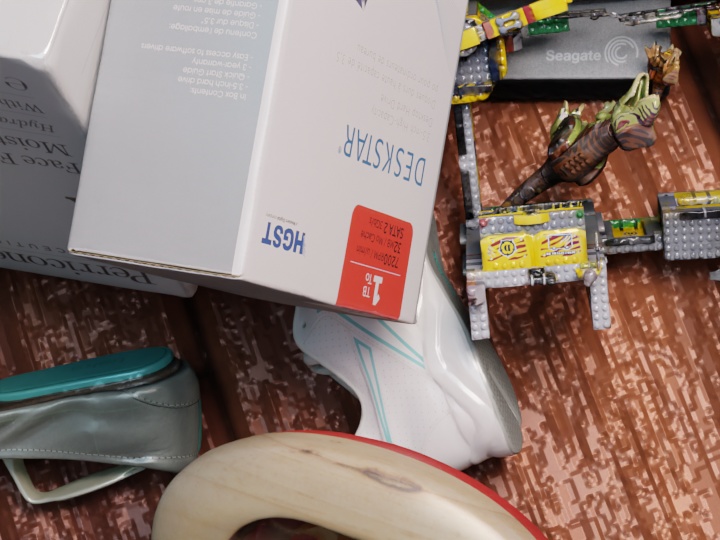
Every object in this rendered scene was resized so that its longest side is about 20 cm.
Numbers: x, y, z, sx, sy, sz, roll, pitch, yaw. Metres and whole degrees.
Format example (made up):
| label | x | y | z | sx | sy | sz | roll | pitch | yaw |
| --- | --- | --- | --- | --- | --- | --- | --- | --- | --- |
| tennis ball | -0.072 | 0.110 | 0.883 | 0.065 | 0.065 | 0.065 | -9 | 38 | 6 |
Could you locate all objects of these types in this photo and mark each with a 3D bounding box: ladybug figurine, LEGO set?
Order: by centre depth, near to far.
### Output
| label | x | y | z | sx | sy | sz | roll | pitch | yaw |
| --- | --- | --- | --- | --- | --- | --- | --- | --- | --- |
| LEGO set | 0.111 | -0.045 | 0.879 | 0.198 | 0.116 | 0.155 | 3 | 107 | 2 |
| ladybug figurine | 0.011 | 0.129 | 0.880 | 0.199 | 0.072 | 0.137 | 20 | 120 | 17 |

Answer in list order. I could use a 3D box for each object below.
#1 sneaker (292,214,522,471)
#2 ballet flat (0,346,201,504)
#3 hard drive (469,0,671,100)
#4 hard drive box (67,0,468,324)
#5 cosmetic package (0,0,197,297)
| label | x | y | z | sx | sy | sz | roll | pitch | yaw |
| --- | --- | --- | --- | --- | --- | --- | --- | --- | --- |
| sneaker | 0.000 | 0.000 | 0.931 | 0.080 | 0.070 | 0.201 | -25 | 72 | 13 |
| ballet flat | -0.167 | 0.074 | 0.941 | 0.198 | 0.067 | 0.064 | -4 | 106 | 9 |
| hard drive | 0.074 | -0.177 | 0.982 | 0.138 | 0.033 | 0.202 | 1 | 77 | 8 |
| hard drive box | -0.025 | -0.090 | 0.814 | 0.076 | 0.156 | 0.202 | 9 | 88 | 26 |
| cosmetic package | -0.143 | -0.112 | 0.864 | 0.164 | 0.200 | 0.166 | 9 | 67 | 17 |
